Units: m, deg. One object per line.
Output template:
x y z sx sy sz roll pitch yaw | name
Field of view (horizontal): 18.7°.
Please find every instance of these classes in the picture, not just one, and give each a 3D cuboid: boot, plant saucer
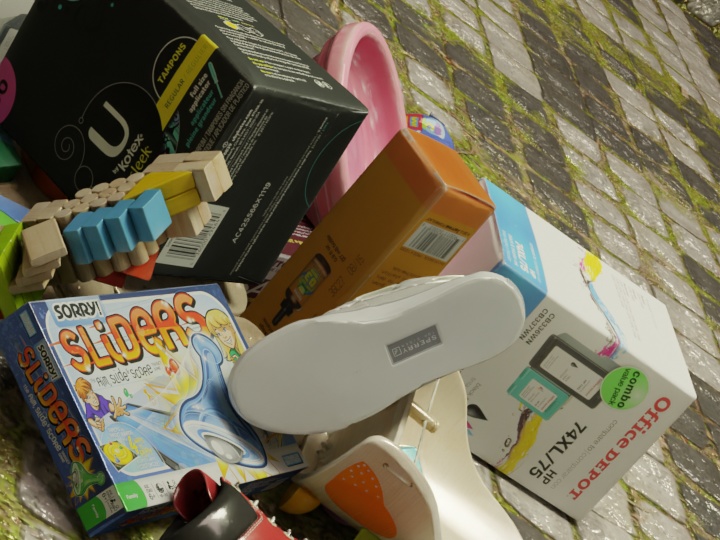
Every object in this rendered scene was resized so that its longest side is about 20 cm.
0.003 0.052 1.392 0.096 0.198 0.074 179 -104 -74 | boot
-0.038 0.166 1.273 0.145 0.072 0.200 56 25 6 | boot
-0.008 -0.091 1.705 0.200 0.050 0.203 -4 90 -75 | plant saucer

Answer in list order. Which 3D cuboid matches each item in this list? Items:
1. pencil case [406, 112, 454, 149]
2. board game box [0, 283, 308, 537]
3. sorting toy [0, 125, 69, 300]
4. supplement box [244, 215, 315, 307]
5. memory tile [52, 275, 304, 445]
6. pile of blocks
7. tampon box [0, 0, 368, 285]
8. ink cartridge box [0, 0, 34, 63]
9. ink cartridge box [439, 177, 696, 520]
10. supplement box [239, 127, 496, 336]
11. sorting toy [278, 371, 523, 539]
0.052 -0.063 1.909 0.086 0.079 0.201 12 29 -11 | pencil case
-0.123 0.079 1.314 0.200 0.034 0.136 -7 66 -61 | board game box
-0.216 -0.041 1.447 0.199 0.037 0.186 25 26 -39 | sorting toy
-0.111 -0.059 1.635 0.109 0.061 0.200 12 34 -55 | supplement box
-0.117 0.055 1.409 0.199 0.017 0.154 3 58 -59 | memory tile
-0.165 -0.006 1.302 0.082 0.199 0.063 -118 -172 -63 | pile of blocks
-0.128 -0.110 1.455 0.200 0.150 0.126 43 20 30 | tampon box
-0.275 -0.218 1.628 0.199 0.085 0.146 19 30 -50 | ink cartridge box
0.134 0.062 1.711 0.199 0.147 0.146 33 21 -20 | ink cartridge box
0.000 0.000 1.518 0.069 0.200 0.067 21 27 -49 | supplement box
0.048 0.161 1.444 0.180 0.107 0.200 46 19 -9 | sorting toy
